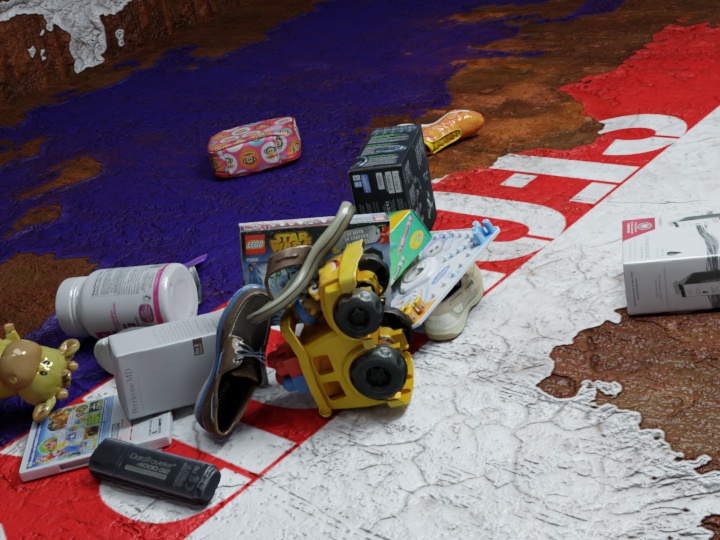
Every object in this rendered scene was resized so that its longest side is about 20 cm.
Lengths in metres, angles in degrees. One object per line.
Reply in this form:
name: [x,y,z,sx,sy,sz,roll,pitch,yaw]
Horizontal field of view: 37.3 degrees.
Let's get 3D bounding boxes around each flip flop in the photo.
flip flop: [-0.081,-0.014,1.338,0.200,0.058,0.081,-53,7,-10]

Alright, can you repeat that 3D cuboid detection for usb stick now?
usb stick: [-0.256,0.246,1.310,0.199,0.033,0.056,6,54,34]

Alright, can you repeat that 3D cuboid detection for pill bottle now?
pill bottle: [-0.367,0.052,1.674,0.199,0.114,0.113,-5,27,18]

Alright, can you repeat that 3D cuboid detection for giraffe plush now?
giraffe plush: [-0.491,0.147,1.505,0.161,0.174,0.200,1,-4,28]

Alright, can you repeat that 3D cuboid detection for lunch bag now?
lunch bag: [-0.229,-0.274,2.308,0.199,0.082,0.176,-13,25,2]

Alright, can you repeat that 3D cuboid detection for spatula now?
spatula: [-0.281,0.016,1.809,0.056,0.021,0.200,-27,28,1]

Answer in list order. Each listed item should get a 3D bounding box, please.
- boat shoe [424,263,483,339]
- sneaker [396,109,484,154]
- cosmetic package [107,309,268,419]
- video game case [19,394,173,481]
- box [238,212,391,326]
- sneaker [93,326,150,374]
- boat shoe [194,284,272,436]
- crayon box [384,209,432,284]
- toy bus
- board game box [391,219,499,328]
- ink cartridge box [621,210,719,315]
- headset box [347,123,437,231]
boat shoe: [0.133,0.024,1.548,0.072,0.065,0.200,-2,28,21]
sneaker: [0.158,-0.267,2.149,0.199,0.073,0.077,-18,48,-1]
cosmetic package: [-0.234,0.123,1.452,0.199,0.102,0.074,-15,25,-19]
video game case: [-0.353,0.215,1.445,0.199,0.018,0.143,-14,26,-2]
box: [-0.059,0.000,1.420,0.199,0.138,0.040,-4,20,-9]
sneaker: [-0.298,0.106,1.574,0.199,0.077,0.082,0,27,26]
boat shoe: [-0.150,0.119,1.369,0.072,0.201,0.072,15,4,-29]
crayon box: [0.000,0.000,1.557,0.200,0.058,0.119,-48,21,-23]
toy bus: [-0.040,0.083,1.370,0.191,0.201,0.136,-15,23,15]
board game box: [0.079,0.002,1.539,0.200,0.026,0.200,-48,22,-23]
ink cartridge box: [0.461,-0.015,1.451,0.199,0.083,0.147,-6,26,16]
headset box: [0.059,-0.131,1.771,0.092,0.175,0.200,-4,28,17]
